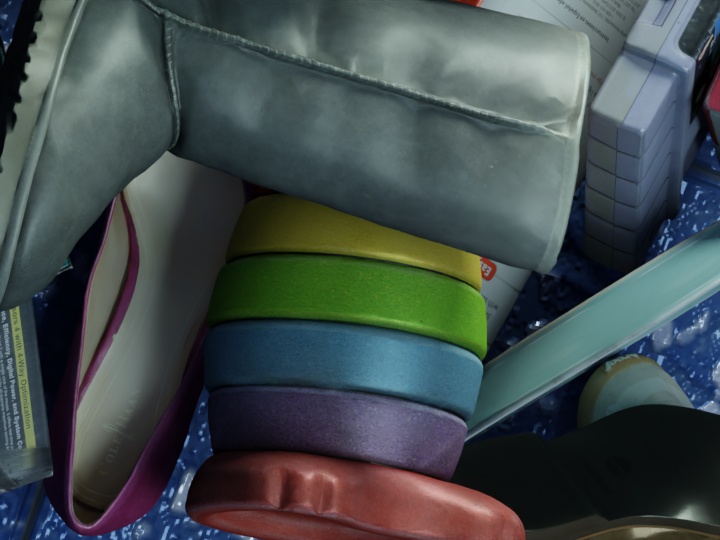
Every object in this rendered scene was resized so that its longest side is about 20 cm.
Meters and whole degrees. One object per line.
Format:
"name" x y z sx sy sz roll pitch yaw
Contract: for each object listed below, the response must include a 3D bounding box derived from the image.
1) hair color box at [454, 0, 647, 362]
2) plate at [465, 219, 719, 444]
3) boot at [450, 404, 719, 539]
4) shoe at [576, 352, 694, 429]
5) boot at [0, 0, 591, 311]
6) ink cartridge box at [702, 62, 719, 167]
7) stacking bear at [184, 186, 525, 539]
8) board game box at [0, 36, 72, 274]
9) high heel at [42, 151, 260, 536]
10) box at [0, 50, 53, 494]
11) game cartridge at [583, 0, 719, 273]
"hair color box" 0.036 -0.047 1.118 0.101 0.061 0.200 34 83 -40
"plate" 0.112 0.018 1.139 0.200 0.200 0.026 -30 85 -26
"boot" 0.111 0.109 1.162 0.199 0.074 0.076 -3 131 -29
"shoe" 0.140 0.134 1.259 0.070 0.053 0.201 -28 125 -25
"boot" -0.027 -0.036 0.925 0.199 0.073 0.182 23 67 -15
"ink cartridge box" 0.223 -0.129 1.131 0.201 0.083 0.145 -65 166 -3
"stacking bear" 0.000 0.000 1.008 0.121 0.114 0.201 14 77 -32
"board game box" -0.207 -0.017 0.963 0.200 0.028 0.136 -30 121 -27
"high heel" -0.077 0.001 1.022 0.067 0.096 0.201 21 100 -4
"box" -0.194 -0.001 0.929 0.161 0.049 0.201 -18 114 -31
"game cartridge" 0.151 -0.109 1.138 0.200 0.038 0.130 -60 168 -22
